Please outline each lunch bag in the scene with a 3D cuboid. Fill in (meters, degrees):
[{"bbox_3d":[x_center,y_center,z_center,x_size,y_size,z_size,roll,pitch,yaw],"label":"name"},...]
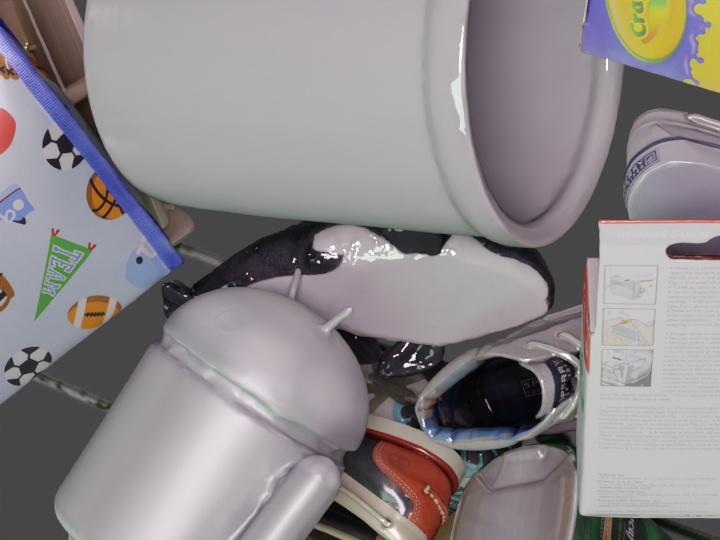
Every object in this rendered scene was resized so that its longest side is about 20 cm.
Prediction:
[{"bbox_3d":[-0.212,-0.043,0.999,0.200,0.170,0.124,52,176,-35],"label":"lunch bag"}]

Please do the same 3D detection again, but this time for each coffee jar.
[{"bbox_3d":[0.134,0.177,1.093,0.085,0.105,0.200,-15,140,39],"label":"coffee jar"}]

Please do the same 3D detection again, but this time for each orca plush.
[{"bbox_3d":[0.000,0.000,1.108,0.199,0.071,0.105,-15,125,15],"label":"orca plush"}]

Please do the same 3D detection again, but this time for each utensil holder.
[{"bbox_3d":[-0.001,-0.102,0.974,0.199,0.170,0.171,4,124,31],"label":"utensil holder"}]

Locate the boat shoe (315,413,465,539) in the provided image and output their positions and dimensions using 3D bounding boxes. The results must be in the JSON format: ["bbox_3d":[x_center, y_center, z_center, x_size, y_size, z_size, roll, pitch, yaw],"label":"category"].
[{"bbox_3d":[-0.044,0.102,1.118,0.199,0.063,0.071,14,148,25],"label":"boat shoe"}]

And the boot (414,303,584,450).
[{"bbox_3d":[0.121,0.050,1.045,0.200,0.095,0.074,-23,86,39],"label":"boot"}]

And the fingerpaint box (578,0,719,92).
[{"bbox_3d":[0.156,-0.196,0.813,0.073,0.167,0.201,18,129,18],"label":"fingerpaint box"}]

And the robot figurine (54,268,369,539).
[{"bbox_3d":[-0.071,0.092,1.033,0.113,0.200,0.169,33,-179,-41],"label":"robot figurine"}]

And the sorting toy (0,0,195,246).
[{"bbox_3d":[-0.212,-0.071,1.094,0.107,0.180,0.201,15,133,54],"label":"sorting toy"}]

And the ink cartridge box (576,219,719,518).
[{"bbox_3d":[0.154,0.033,0.949,0.108,0.051,0.201,0,136,4],"label":"ink cartridge box"}]

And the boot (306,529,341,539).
[{"bbox_3d":[-0.016,0.149,1.229,0.199,0.074,0.076,33,142,3],"label":"boot"}]

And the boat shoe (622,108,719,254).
[{"bbox_3d":[0.213,-0.023,0.972,0.199,0.066,0.074,25,127,-15],"label":"boat shoe"}]

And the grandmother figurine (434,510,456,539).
[{"bbox_3d":[0.111,0.216,1.172,0.060,0.122,0.200,-16,133,37],"label":"grandmother figurine"}]

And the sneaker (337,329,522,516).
[{"bbox_3d":[-0.013,0.077,1.167,0.199,0.078,0.087,30,135,9],"label":"sneaker"}]
